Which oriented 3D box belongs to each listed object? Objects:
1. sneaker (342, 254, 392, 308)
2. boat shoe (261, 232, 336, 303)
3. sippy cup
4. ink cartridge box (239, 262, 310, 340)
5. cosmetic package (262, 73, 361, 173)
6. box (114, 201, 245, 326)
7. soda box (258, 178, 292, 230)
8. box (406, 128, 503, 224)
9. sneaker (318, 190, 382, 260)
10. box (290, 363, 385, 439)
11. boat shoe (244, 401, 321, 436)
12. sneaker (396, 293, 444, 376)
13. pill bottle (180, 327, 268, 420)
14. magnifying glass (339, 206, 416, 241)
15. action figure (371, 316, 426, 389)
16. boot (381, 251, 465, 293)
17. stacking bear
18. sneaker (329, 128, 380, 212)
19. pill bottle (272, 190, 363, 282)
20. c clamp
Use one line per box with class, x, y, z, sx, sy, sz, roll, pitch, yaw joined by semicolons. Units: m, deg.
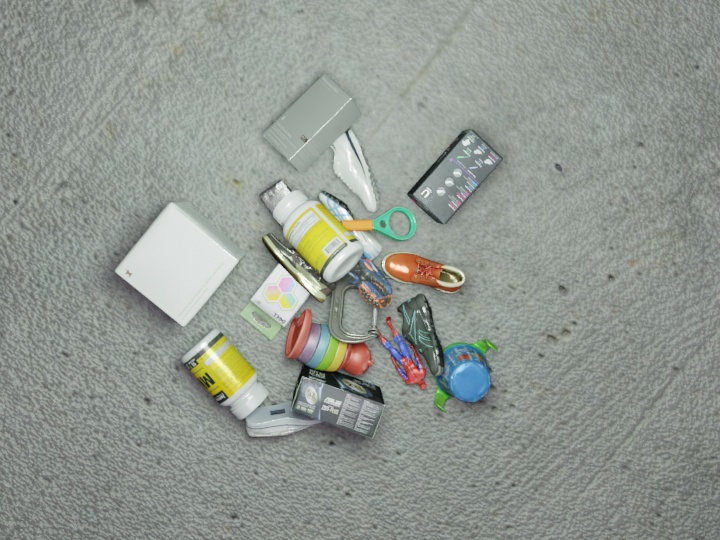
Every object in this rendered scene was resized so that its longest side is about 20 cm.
sneaker;0.000;0.000;1.713;0.075;0.078;0.200;-38;91;20
boat shoe;-0.137;-0.016;1.687;0.066;0.072;0.201;-44;95;-9
sippy cup;0.247;0.248;1.756;0.139;0.130;0.179;4;96;-2
ink cartridge box;-0.190;0.062;1.753;0.104;0.059;0.200;39;93;-6
cosmetic package;-0.107;-0.333;1.690;0.200;0.090;0.107;-47;66;4
box;-0.398;-0.020;1.679;0.200;0.171;0.199;40;93;-5
soda box;-0.151;-0.112;1.736;0.071;0.063;0.200;-35;96;2
box;0.214;-0.215;1.713;0.106;0.122;0.200;41;92;-6
sneaker;-0.034;-0.102;1.741;0.072;0.072;0.200;-41;93;9
box;-0.054;0.296;1.730;0.199;0.164;0.087;20;95;-4
boat shoe;-0.176;0.359;1.786;0.199;0.074;0.066;-1;126;-7
sneaker;0.144;0.158;1.757;0.079;0.075;0.201;-19;67;11
pill bottle;-0.313;0.242;1.738;0.114;0.114;0.200;-41;96;2
magnifying glass;0.043;-0.106;1.722;0.199;0.022;0.080;-4;83;-28
action figure;0.103;0.205;1.787;0.065;0.052;0.201;-31;101;6
boot;0.149;-0.001;1.736;0.199;0.107;0.075;14;85;-3
stacking bear;-0.066;0.185;1.749;0.199;0.121;0.114;22;64;-17
sneaker;-0.015;-0.224;1.733;0.080;0.076;0.201;-22;89;7
pill bottle;-0.096;-0.079;1.636;0.112;0.112;0.200;-45;76;2
c clamp;0.012;0.083;1.733;0.170;0.027;0.201;12;60;-1
